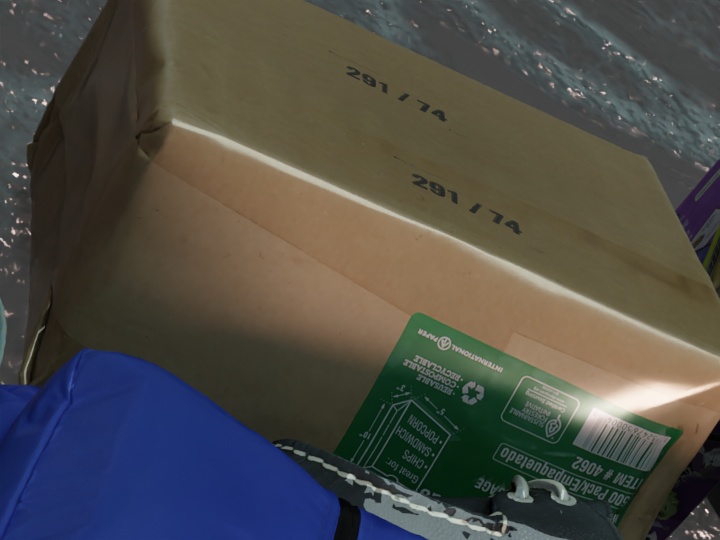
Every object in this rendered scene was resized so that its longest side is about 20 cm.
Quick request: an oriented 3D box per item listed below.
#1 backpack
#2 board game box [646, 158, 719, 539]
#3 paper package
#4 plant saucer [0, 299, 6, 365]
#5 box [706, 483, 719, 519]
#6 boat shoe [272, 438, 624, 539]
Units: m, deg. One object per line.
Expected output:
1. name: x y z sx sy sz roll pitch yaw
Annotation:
1. backpack: -0.041 0.135 0.695 0.200 0.168 0.163 36 39 -11
2. board game box: 0.132 0.007 0.963 0.032 0.200 0.120 23 37 -20
3. paper package: 0.000 0.000 0.886 0.200 0.104 0.191 24 19 -15
4. plant saucer: -0.177 0.059 0.699 0.201 0.201 0.039 -71 147 -55
5. box: 0.236 0.140 1.032 0.160 0.044 0.200 3 46 -39
6. boat shoe: 0.056 0.092 0.786 0.200 0.076 0.060 31 77 -12
